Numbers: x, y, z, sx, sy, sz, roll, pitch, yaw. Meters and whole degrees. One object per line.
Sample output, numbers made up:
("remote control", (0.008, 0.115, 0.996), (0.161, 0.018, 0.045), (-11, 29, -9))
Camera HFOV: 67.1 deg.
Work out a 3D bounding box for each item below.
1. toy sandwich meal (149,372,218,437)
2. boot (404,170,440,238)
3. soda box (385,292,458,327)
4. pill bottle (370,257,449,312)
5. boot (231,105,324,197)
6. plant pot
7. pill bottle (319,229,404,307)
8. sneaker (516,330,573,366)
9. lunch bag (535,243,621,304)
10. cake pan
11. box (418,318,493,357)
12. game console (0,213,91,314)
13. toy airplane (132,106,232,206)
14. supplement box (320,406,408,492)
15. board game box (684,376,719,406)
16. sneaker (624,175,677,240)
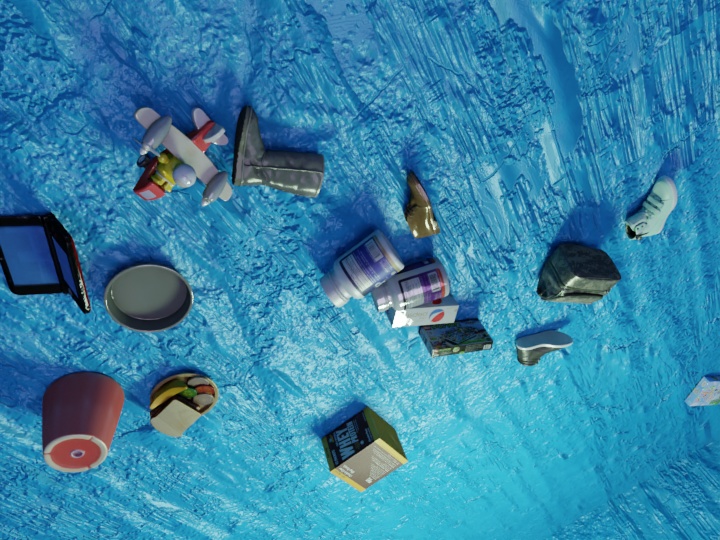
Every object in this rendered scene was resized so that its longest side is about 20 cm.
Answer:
("toy sandwich meal", (-0.491, 0.369, 1.501), (0.203, 0.070, 0.207), (-10, 127, -13))
("boot", (0.140, -0.156, 1.351), (0.075, 0.074, 0.201), (-20, 132, 8))
("soda box", (0.178, 0.112, 1.560), (0.198, 0.064, 0.069), (-3, 126, -18))
("pill bottle", (0.129, 0.044, 1.461), (0.198, 0.112, 0.112), (-17, 129, -7))
("boot", (-0.169, -0.250, 1.166), (0.198, 0.073, 0.183), (2, 119, -22))
("plant pot", (-0.707, 0.391, 1.371), (0.198, 0.178, 0.202), (-10, 128, -13))
("pill bottle", (0.000, 0.000, 1.377), (0.199, 0.120, 0.120), (-36, 129, 9))
("sneaker", (0.612, 0.265, 1.829), (0.198, 0.071, 0.100), (-8, 129, -7))
("lunch bag", (0.646, 0.027, 1.628), (0.198, 0.140, 0.168), (3, 140, -21))
("cake pan", (-0.501, 0.060, 1.293), (0.198, 0.037, 0.202), (-10, 128, -13))
("box", (0.286, 0.201, 1.634), (0.198, 0.110, 0.035), (-5, 127, -17))
("game console", (-0.670, -0.006, 1.138), (0.118, 0.172, 0.202), (-25, 135, -36))
("toy airplane", (-0.344, -0.219, 1.077), (0.198, 0.142, 0.200), (-3, 130, -26))
("supplement box", (0.013, 0.599, 1.810), (0.199, 0.133, 0.197), (-36, 129, 8))
("board game box", (1.535, 0.525, 2.370), (0.198, 0.037, 0.152), (3, 124, -21))
("sneaker", (0.839, -0.173, 1.579), (0.117, 0.074, 0.202), (-19, 132, -14))
